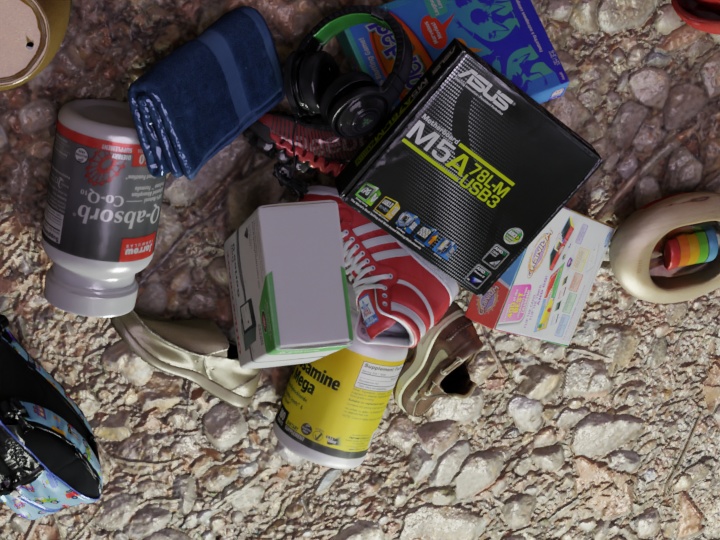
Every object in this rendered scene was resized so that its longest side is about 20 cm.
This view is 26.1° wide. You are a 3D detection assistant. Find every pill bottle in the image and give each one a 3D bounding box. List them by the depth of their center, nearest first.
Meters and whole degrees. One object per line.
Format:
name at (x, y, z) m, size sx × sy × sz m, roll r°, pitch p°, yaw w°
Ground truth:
pill bottle at (-0.259, -0.063, 1.565) m, size 0.116 × 0.116 × 0.201 m, roll 4°, pitch 111°, yaw -21°
pill bottle at (-0.015, 0.109, 1.728) m, size 0.112 × 0.112 × 0.200 m, roll 15°, pitch 105°, yaw -25°

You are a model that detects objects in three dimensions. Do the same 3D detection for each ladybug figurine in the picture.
ladybug figurine at (0.377, -0.033, 1.829) m, size 0.199 × 0.072 × 0.136 m, roll -8°, pitch 117°, yaw -20°

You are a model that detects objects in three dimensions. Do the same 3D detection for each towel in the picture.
towel at (-0.146, -0.178, 1.533) m, size 0.200 × 0.048 × 0.112 m, roll -45°, pitch 128°, yaw -44°

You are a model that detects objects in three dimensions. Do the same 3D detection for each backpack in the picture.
backpack at (-0.361, 0.172, 1.600) m, size 0.134 × 0.183 × 0.200 m, roll -34°, pitch 131°, yaw 6°

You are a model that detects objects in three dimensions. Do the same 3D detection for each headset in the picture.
headset at (-0.024, -0.170, 1.563) m, size 0.200 × 0.123 × 0.094 m, roll -55°, pitch 146°, yaw -6°

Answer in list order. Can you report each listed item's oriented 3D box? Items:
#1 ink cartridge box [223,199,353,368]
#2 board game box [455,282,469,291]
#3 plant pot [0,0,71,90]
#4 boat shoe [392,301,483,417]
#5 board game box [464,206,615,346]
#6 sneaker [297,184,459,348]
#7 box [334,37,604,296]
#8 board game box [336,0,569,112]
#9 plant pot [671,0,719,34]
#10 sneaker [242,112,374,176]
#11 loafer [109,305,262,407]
ink cartridge box at (-0.077, 0.020, 1.595) m, size 0.084 × 0.200 × 0.146 m, roll -5°, pitch 82°, yaw -16°
board game box at (0.172, -0.063, 1.718) m, size 0.135 × 0.028 × 0.200 m, roll 25°, pitch 89°, yaw -54°
plant pot at (-0.344, -0.238, 1.413) m, size 0.186 × 0.200 × 0.187 m, roll -7°, pitch 114°, yaw -16°
boat shoe at (0.090, 0.120, 1.739) m, size 0.075 × 0.075 × 0.202 m, roll -35°, pitch 159°, yaw -25°
board game box at (0.204, 0.000, 1.733) m, size 0.200 × 0.040 × 0.153 m, roll 16°, pitch 97°, yaw -58°
sneaker at (0.000, 0.000, 1.631) m, size 0.200 × 0.071 × 0.113 m, roll 36°, pitch 54°, yaw 0°
box at (0.109, -0.099, 1.559) m, size 0.200 × 0.048 × 0.193 m, roll 35°, pitch 109°, yaw -24°
board game box at (0.095, -0.221, 1.619) m, size 0.200 × 0.045 × 0.152 m, roll -22°, pitch 77°, yaw -10°
plant pot at (0.406, -0.364, 1.637) m, size 0.200 × 0.200 × 0.183 m, roll -28°, pitch 126°, yaw -7°
sneaker at (-0.024, -0.141, 1.644) m, size 0.200 × 0.071 × 0.098 m, roll 18°, pitch 95°, yaw -20°
loafer at (-0.184, 0.079, 1.680) m, size 0.200 × 0.076 × 0.068 m, roll 32°, pitch 98°, yaw -38°
